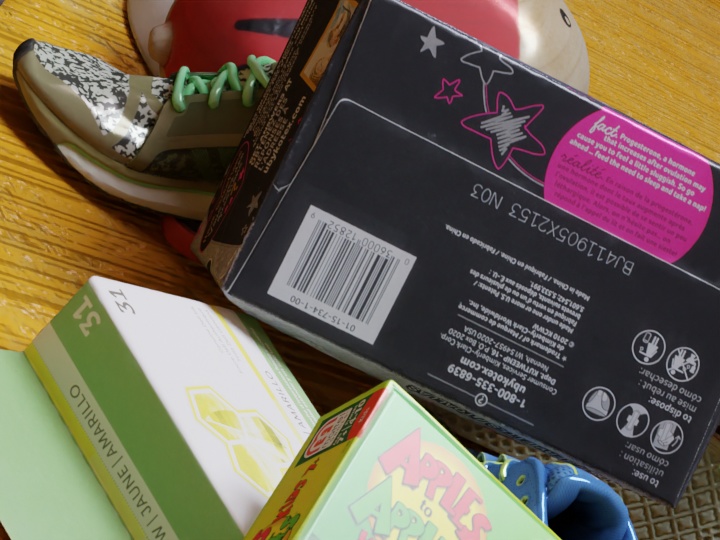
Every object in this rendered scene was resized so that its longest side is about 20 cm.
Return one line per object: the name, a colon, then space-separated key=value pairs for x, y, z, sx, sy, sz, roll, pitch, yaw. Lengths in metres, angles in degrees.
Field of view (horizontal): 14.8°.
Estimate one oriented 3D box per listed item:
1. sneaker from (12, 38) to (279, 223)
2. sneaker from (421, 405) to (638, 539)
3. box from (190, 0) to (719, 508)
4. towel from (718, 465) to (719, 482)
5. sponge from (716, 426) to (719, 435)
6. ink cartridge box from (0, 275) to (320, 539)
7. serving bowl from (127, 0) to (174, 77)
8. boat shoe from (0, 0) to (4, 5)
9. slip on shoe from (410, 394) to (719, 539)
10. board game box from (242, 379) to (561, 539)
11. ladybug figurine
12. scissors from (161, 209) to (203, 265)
sneaker: x=-0.045 y=-0.064 z=1.146 sx=0.199 sy=0.089 sz=0.077 roll=23 pitch=25 yaw=-13
sneaker: x=0.057 y=0.098 z=1.034 sx=0.076 sy=0.105 sz=0.200 roll=31 pitch=24 yaw=-30
box: x=0.051 y=-0.013 z=1.083 sx=0.199 sy=0.133 sz=0.115 roll=26 pitch=4 yaw=-13
towel: x=0.176 y=0.184 z=1.116 sx=0.200 sy=0.031 sz=0.150 roll=-97 pitch=174 yaw=-63
sponge: x=0.135 y=0.038 z=1.290 sx=0.200 sy=0.112 sz=0.030 roll=45 pitch=42 yaw=3
ink cartridge box: x=-0.073 y=0.068 z=0.936 sx=0.200 sy=0.048 sz=0.146 roll=17 pitch=34 yaw=-56
serving bowl: x=-0.016 y=-0.093 z=1.332 sx=0.200 sy=0.066 sz=0.200 roll=36 pitch=21 yaw=-17
boat shoe: x=-0.159 y=-0.155 z=1.194 sx=0.073 sy=0.074 sz=0.200 roll=49 pitch=27 yaw=-13
slip on shoe: x=0.102 y=0.071 z=1.231 sx=0.199 sy=0.074 sz=0.061 roll=32 pitch=20 yaw=-16
board game box: x=0.047 y=0.142 z=0.897 sx=0.200 sy=0.048 sz=0.102 roll=43 pitch=52 yaw=-13
ladybug figurine: x=0.006 y=-0.093 z=1.218 sx=0.199 sy=0.137 sz=0.072 roll=1 pitch=-8 yaw=-7
scissors: x=0.000 y=0.000 z=1.199 sx=0.199 sy=0.014 sz=0.073 roll=19 pitch=24 yaw=-26
